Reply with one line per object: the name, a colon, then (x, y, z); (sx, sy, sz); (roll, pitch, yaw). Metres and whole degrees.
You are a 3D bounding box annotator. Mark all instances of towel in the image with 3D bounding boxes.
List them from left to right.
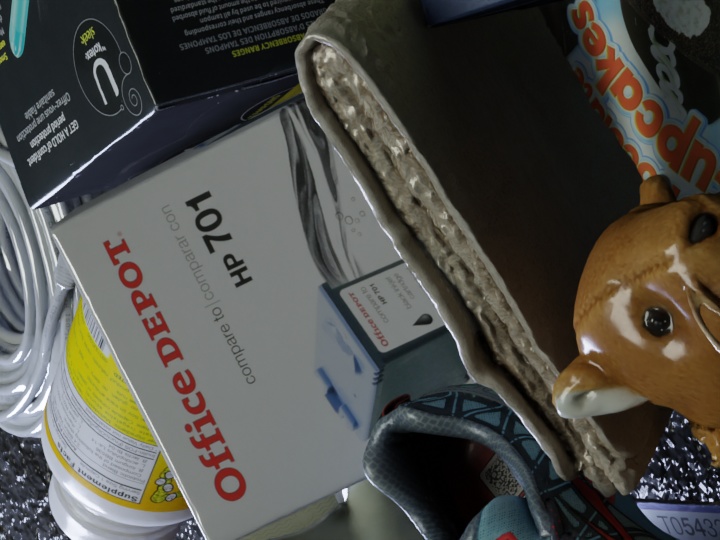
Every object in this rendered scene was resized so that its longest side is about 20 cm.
towel: (0.055, -0.027, 0.965); (0.034, 0.133, 0.200); (-22, 109, 32)

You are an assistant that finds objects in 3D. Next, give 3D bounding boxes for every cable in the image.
cable: (-0.183, -0.010, 1.501); (0.200, 0.069, 0.200); (45, 138, 39)

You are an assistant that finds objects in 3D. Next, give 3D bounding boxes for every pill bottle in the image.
pill bottle: (-0.100, 0.057, 1.374); (0.104, 0.104, 0.200); (55, 143, 27)

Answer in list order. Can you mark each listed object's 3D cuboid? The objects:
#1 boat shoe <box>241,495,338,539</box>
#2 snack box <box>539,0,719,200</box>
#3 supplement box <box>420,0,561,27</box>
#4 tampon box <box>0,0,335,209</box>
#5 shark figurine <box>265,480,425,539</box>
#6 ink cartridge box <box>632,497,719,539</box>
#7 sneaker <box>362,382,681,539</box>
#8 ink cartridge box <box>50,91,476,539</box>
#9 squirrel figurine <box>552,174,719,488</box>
boat shoe: (-0.036, 0.118, 1.294); (0.200, 0.072, 0.068); (73, 177, -49)
snack box: (0.125, -0.077, 1.042); (0.200, 0.037, 0.116); (63, 146, 16)
supplement box: (0.106, -0.206, 0.894); (0.200, 0.134, 0.200); (-14, 92, 44)
tampon box: (-0.106, -0.154, 1.272); (0.150, 0.126, 0.200); (-30, 79, 57)
shark figurine: (0.014, 0.047, 1.189); (0.090, 0.128, 0.215); (61, 146, 40)
ink cartridge box: (0.142, 0.165, 1.078); (0.196, 0.043, 0.200); (-3, 115, 57)
sneaker: (0.070, 0.114, 0.966); (0.200, 0.095, 0.079); (43, 113, 38)
ink cartridge box: (0.000, 0.000, 1.087); (0.147, 0.200, 0.086); (63, -177, -6)
squirrel figurine: (0.158, 0.046, 0.912); (0.186, 0.142, 0.200); (19, 160, 6)
